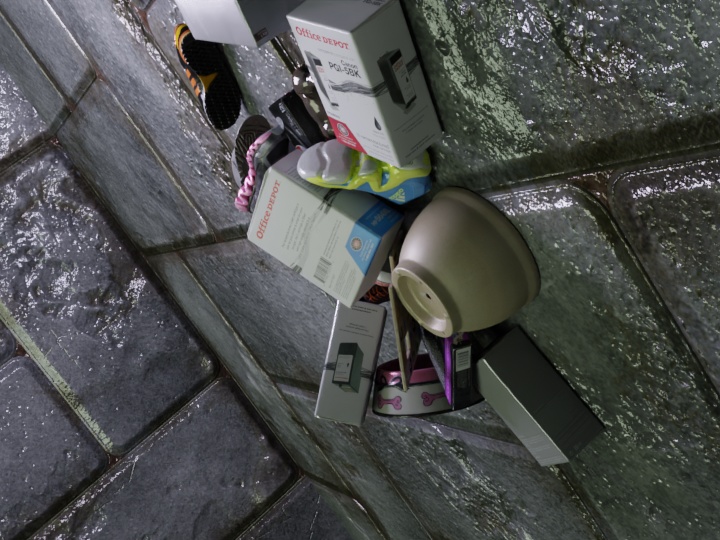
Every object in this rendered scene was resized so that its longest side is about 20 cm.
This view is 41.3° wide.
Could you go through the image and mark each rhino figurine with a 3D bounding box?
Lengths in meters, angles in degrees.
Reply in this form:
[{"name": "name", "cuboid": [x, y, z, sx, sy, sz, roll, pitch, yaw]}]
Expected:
[{"name": "rhino figurine", "cuboid": [-0.032, -0.220, 1.379, 0.087, 0.060, 0.201, 9, 136, 56]}]

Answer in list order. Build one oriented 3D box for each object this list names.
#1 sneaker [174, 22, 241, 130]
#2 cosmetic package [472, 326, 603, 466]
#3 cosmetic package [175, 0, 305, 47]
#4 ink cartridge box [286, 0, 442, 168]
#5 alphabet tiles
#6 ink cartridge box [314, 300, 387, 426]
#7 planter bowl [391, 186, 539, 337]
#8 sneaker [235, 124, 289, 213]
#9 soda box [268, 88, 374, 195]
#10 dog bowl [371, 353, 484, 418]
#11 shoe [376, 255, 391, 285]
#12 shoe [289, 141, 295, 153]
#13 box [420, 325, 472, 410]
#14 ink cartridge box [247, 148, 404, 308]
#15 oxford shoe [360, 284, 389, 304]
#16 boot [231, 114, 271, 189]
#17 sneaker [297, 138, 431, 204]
[{"name": "sneaker", "cuboid": [-0.270, -0.346, 1.683, 0.090, 0.069, 0.201, 51, 166, 47]}, {"name": "cosmetic package", "cuboid": [0.256, 0.192, 1.443, 0.201, 0.090, 0.107, 53, 161, 2]}, {"name": "cosmetic package", "cuboid": [-0.165, -0.372, 1.310, 0.199, 0.107, 0.091, 19, 143, 53]}, {"name": "ink cartridge box", "cuboid": [0.006, -0.248, 1.212, 0.146, 0.083, 0.201, 29, 152, 47]}, {"name": "alphabet tiles", "cuboid": [0.067, 0.051, 1.431, 0.007, 0.167, 0.202, -3, 113, 14]}, {"name": "ink cartridge box", "cuboid": [-0.014, 0.155, 1.624, 0.083, 0.203, 0.146, 11, 176, 4]}, {"name": "planter bowl", "cuboid": [0.129, 0.007, 1.319, 0.200, 0.134, 0.201, 43, 159, 20]}, {"name": "sneaker", "cuboid": [-0.136, -0.145, 1.530, 0.095, 0.079, 0.201, 43, 144, 16]}, {"name": "soda box", "cuboid": [-0.051, -0.188, 1.456, 0.201, 0.071, 0.063, 56, 159, -12]}, {"name": "dog bowl", "cuboid": [0.112, 0.188, 1.608, 0.200, 0.198, 0.075, -3, 97, 66]}, {"name": "shoe", "cuboid": [0.000, 0.000, 1.585, 0.200, 0.071, 0.092, 42, 123, 52]}, {"name": "shoe", "cuboid": [-0.122, -0.172, 1.639, 0.091, 0.071, 0.201, 45, 155, 39]}, {"name": "box", "cuboid": [0.125, 0.094, 1.485, 0.144, 0.036, 0.201, 85, 167, -45]}, {"name": "ink cartridge box", "cuboid": [-0.055, -0.065, 1.425, 0.199, 0.084, 0.147, 34, 130, 12]}, {"name": "oxford shoe", "cuboid": [0.045, 0.031, 1.630, 0.071, 0.072, 0.200, 52, 160, -6]}, {"name": "boot", "cuboid": [-0.196, -0.207, 1.715, 0.200, 0.072, 0.184, -104, 21, -68]}, {"name": "sneaker", "cuboid": [0.011, -0.128, 1.347, 0.198, 0.076, 0.105, 3, 149, 27]}]
